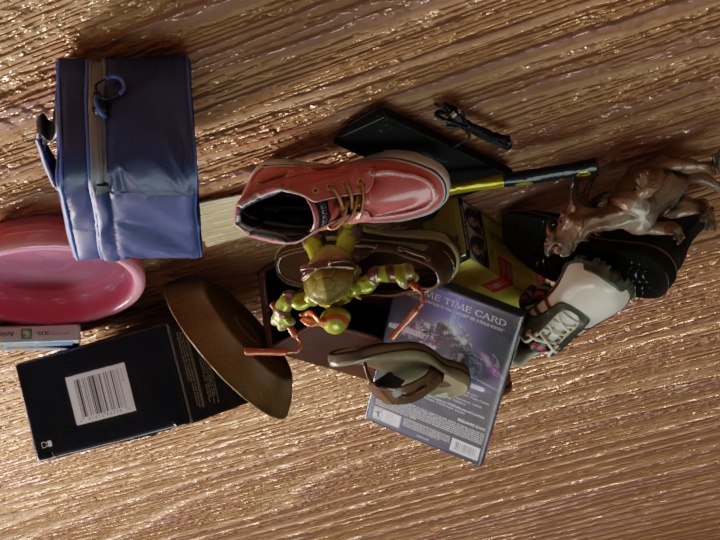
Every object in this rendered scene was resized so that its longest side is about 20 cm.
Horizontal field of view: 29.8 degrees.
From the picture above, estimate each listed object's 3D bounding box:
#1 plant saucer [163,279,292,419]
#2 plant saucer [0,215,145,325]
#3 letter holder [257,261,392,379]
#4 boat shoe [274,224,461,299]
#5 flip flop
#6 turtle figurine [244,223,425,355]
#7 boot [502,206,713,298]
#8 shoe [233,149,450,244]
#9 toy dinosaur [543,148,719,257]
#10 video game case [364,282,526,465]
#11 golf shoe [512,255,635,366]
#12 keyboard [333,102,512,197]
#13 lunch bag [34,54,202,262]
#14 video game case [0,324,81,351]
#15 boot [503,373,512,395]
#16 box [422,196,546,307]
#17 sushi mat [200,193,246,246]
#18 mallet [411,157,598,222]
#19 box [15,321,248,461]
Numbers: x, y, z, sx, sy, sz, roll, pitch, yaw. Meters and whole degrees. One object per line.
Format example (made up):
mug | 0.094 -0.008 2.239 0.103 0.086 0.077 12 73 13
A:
plant saucer | -0.136 0.077 1.500 0.035 0.200 0.200 -41 147 8
plant saucer | -0.327 -0.002 1.419 0.199 0.051 0.201 -6 155 -3
letter holder | 0.006 0.043 1.542 0.142 0.101 0.200 -28 148 34
boat shoe | -0.001 -0.006 1.390 0.201 0.075 0.075 -5 116 20
flip flop | 0.045 0.112 1.371 0.081 0.058 0.200 -8 159 34
turtle figurine | -0.037 0.002 1.335 0.199 0.162 0.064 -19 148 23
boot | 0.268 -0.045 1.461 0.199 0.138 0.078 22 135 28
shoe | -0.018 -0.064 1.270 0.199 0.091 0.072 1 117 12
toy dinosaur | 0.284 -0.080 1.368 0.199 0.086 0.135 -21 -161 -28
video game case | 0.089 0.105 1.463 0.142 0.019 0.201 21 121 15
golf shoe | 0.217 0.048 1.405 0.077 0.088 0.200 34 156 -5
keyboard | 0.080 -0.121 1.307 0.127 0.021 0.200 -19 154 39
lunch bag | -0.205 -0.094 1.151 0.132 0.136 0.200 -4 155 -6
video game case | -0.409 0.079 1.526 0.181 0.022 0.200 -1 174 -12
boot | 0.127 0.064 1.574 0.073 0.156 0.200 8 178 36
box | 0.141 -0.010 1.495 0.050 0.076 0.200 -21 151 27
sushi mat | -0.076 -0.064 1.394 0.199 0.012 0.096 -11 154 8
mallet | 0.134 -0.083 1.337 0.199 0.041 0.066 -6 158 0
box | -0.256 0.130 1.562 0.196 0.118 0.200 -15 178 15
